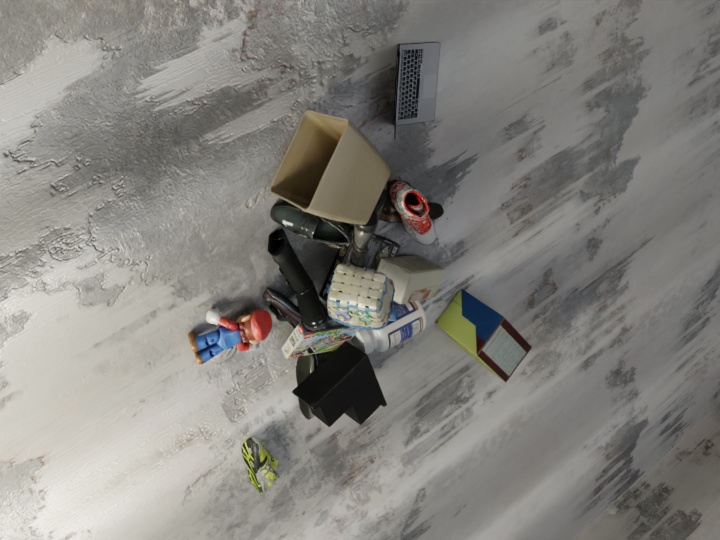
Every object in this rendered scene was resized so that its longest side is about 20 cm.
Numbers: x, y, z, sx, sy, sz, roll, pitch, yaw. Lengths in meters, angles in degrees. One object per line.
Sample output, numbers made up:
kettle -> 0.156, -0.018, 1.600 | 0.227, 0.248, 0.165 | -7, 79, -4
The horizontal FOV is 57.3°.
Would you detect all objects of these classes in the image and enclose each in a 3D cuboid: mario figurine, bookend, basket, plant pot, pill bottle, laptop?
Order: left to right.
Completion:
mario figurine -> -0.305, 0.144, 1.561 | 0.196, 0.108, 0.124 | -20, 160, -14
plant pot -> -0.053, -0.208, 1.448 | 0.175, 0.199, 0.203 | 25, 93, -37
bookend -> -0.049, 0.332, 1.718 | 0.198, 0.091, 0.202 | -41, 131, -24
basket -> -0.002, 0.068, 1.564 | 0.200, 0.172, 0.142 | 60, 43, -72
pill bottle -> 0.073, 0.152, 1.793 | 0.197, 0.111, 0.113 | -24, 125, -23
laptop -> 0.134, -0.425, 1.546 | 0.197, 0.116, 0.191 | -14, 120, -29

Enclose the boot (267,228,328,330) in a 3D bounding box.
boot -> -0.147, 0.022, 1.538 | 0.065, 0.166, 0.202 | -26, 129, -5

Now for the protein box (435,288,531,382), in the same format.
protein box -> 0.368, 0.194, 1.966 | 0.136, 0.198, 0.200 | -51, 131, -2

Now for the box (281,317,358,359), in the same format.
box -> -0.095, 0.166, 1.674 | 0.197, 0.035, 0.111 | -5, 142, -44

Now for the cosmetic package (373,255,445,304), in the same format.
cosmetic package -> 0.129, 0.021, 1.732 | 0.198, 0.102, 0.089 | -5, 118, -56

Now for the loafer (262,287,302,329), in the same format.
loafer -> -0.176, 0.113, 1.626 | 0.063, 0.072, 0.199 | -49, 134, 2

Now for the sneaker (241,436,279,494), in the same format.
sneaker -> -0.265, 0.508, 1.764 | 0.076, 0.075, 0.203 | -29, 137, -29

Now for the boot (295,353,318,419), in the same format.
boot -> -0.093, 0.287, 1.773 | 0.151, 0.073, 0.208 | -17, 121, -33

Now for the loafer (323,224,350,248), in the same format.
loafer -> -0.036, -0.144, 1.594 | 0.074, 0.069, 0.204 | 1, 112, -35

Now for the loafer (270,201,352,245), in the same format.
loafer -> -0.112, -0.107, 1.520 | 0.197, 0.071, 0.069 | 18, 108, -11

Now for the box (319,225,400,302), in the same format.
box -> 0.000, 0.000, 1.707 | 0.159, 0.049, 0.203 | 16, 102, -37

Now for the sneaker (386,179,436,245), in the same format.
sneaker -> 0.142, -0.129, 1.624 | 0.067, 0.108, 0.203 | -39, 117, -5

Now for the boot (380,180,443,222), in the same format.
boot -> 0.141, -0.181, 1.700 | 0.196, 0.075, 0.099 | -8, 120, -30

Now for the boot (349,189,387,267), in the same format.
boot -> 0.009, -0.111, 1.591 | 0.068, 0.201, 0.133 | 17, 129, 4
